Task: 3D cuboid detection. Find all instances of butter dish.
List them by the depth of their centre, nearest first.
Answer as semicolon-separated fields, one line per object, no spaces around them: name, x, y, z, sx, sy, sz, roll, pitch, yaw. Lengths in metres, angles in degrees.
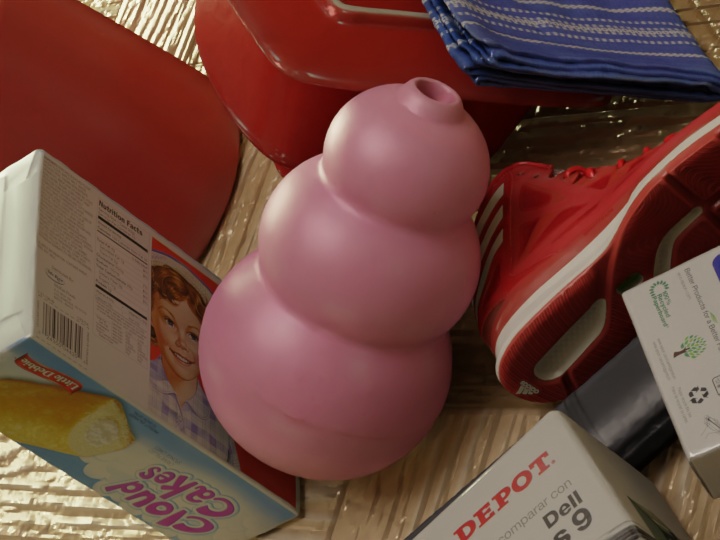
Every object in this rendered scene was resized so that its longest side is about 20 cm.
butter dish;-0.006;-0.106;1.191;0.200;0.199;0.148;60;138;41

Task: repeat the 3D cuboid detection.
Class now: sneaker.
sneaker;0.121;-0.042;1.078;0.200;0.078;0.116;-41;42;11

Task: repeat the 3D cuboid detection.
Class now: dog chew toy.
dog chew toy;0.000;0.000;1.084;0.125;0.124;0.201;59;135;48

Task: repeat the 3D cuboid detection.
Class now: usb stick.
usb stick;0.077;0.102;1.044;0.200;0.033;0.056;-42;41;12

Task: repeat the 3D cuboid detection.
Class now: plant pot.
plant pot;-0.199;-0.078;1.327;0.200;0.177;0.201;-25;47;29

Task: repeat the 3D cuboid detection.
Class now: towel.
towel;0.089;-0.151;1.149;0.200;0.144;0.024;-113;34;-46

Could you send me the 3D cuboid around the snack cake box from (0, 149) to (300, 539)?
snack cake box;-0.115;0.045;1.137;0.067;0.200;0.115;-28;45;27

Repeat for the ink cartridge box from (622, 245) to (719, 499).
ink cartridge box;0.216;0.010;0.961;0.199;0.039;0.100;-27;46;11

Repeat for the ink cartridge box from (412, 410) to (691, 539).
ink cartridge box;0.088;0.179;0.935;0.146;0.084;0.200;-43;40;11
